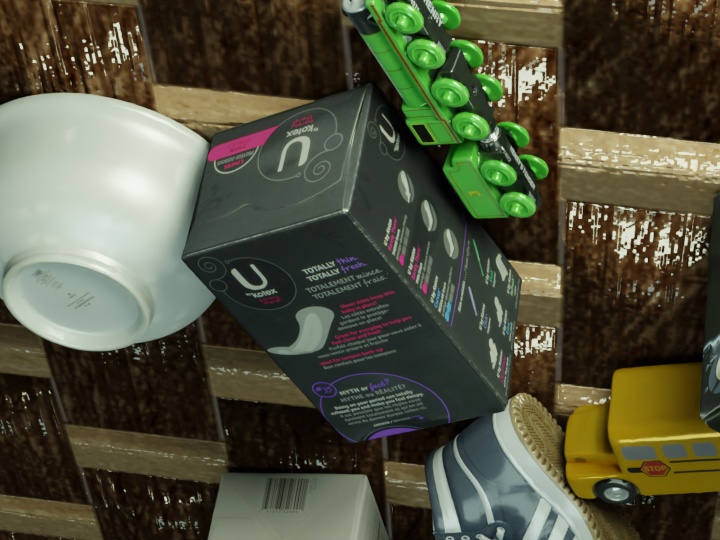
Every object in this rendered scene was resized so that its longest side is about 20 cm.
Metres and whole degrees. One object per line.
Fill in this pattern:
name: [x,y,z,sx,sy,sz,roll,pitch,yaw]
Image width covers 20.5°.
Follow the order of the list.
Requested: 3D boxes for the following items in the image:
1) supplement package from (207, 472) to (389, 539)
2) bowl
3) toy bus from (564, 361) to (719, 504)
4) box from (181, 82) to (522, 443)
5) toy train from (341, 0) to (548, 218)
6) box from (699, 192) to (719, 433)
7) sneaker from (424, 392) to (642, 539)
supplement package: [-0.040,0.261,1.555,0.120,0.121,0.201,-1,141,14]
bowl: [-0.170,-0.012,1.262,0.199,0.091,0.202,7,143,5]
toy bus: [0.232,0.104,1.321,0.198,0.065,0.079,-6,139,22]
box: [0.000,0.000,1.216,0.121,0.107,0.200,-14,135,28]
toy train: [0.049,-0.099,1.133,0.056,0.042,0.200,-1,143,33]
box: [0.300,0.044,1.143,0.199,0.165,0.086,27,141,-21]
sneaker: [0.125,0.190,1.408,0.108,0.070,0.201,-30,100,28]
